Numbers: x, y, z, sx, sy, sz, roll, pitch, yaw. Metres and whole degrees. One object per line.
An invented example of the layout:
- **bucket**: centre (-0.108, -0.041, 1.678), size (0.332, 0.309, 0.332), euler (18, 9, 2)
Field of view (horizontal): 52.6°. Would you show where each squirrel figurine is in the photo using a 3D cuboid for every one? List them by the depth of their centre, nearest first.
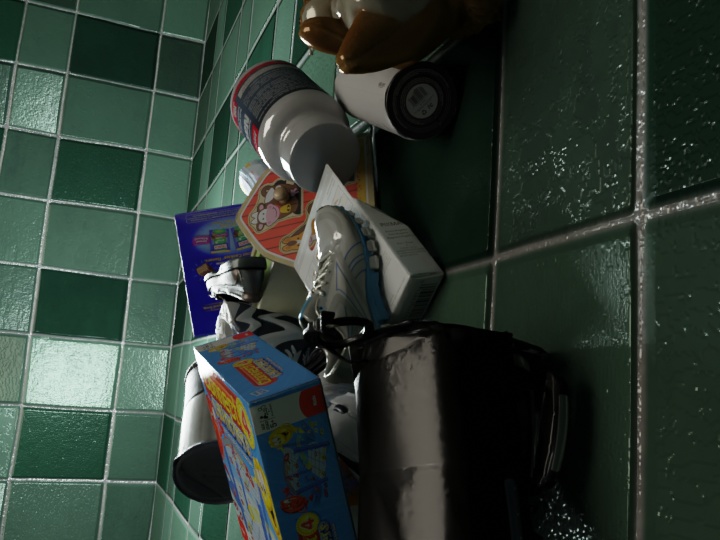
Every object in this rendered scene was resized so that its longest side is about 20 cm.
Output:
- **squirrel figurine**: centre (0.032, -0.257, 0.717), size (0.187, 0.200, 0.142), euler (-170, 69, -73)

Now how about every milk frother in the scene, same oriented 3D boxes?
- **milk frother**: centre (-0.156, 0.183, 1.004), size (0.188, 0.180, 0.200), euler (-104, 24, -58)

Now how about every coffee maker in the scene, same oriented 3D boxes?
- **coffee maker**: centre (0.046, 0.147, 0.506), size (0.135, 0.192, 0.200), euler (130, 143, -62)

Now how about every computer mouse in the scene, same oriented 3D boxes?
- **computer mouse**: centre (-0.008, 0.150, 0.732), size (0.200, 0.110, 0.044), euler (31, 142, 35)

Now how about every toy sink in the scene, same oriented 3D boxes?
- **toy sink**: centre (-0.090, -0.032, 1.049), size (0.130, 0.112, 0.200), euler (-105, 30, -45)

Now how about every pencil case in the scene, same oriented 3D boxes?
- **pencil case**: centre (-0.167, -0.144, 1.327), size (0.200, 0.091, 0.083), euler (-128, 49, -64)

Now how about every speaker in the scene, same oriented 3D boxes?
- **speaker**: centre (0.033, -0.199, 0.824), size (0.200, 0.081, 0.081), euler (-134, 54, -66)

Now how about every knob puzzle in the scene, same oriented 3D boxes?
- **knob puzzle**: centre (-0.078, -0.092, 0.958), size (0.030, 0.219, 0.220), euler (49, -147, -57)

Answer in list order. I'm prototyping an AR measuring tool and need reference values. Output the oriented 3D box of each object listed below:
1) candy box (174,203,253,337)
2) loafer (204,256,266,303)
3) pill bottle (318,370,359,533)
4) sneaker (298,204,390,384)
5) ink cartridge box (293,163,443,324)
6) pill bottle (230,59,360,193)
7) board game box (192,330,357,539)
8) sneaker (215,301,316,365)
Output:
- **candy box**: centre (-0.202, -0.002, 1.189), size (0.077, 0.169, 0.200), euler (128, 132, -82)
- **loafer**: centre (-0.177, 0.028, 1.023), size (0.200, 0.072, 0.063), euler (151, 115, -67)
- **pill bottle**: centre (-0.024, 0.209, 0.786), size (0.200, 0.112, 0.112), euler (-107, 32, -48)
- **sneaker**: centre (-0.026, 0.023, 0.746), size (0.075, 0.087, 0.200), euler (-43, 58, 53)
- **ink cartridge box**: centre (0.000, 0.000, 0.824), size (0.200, 0.057, 0.163), euler (60, 140, 41)
- **pill bottle**: centre (-0.082, -0.181, 0.919), size (0.200, 0.120, 0.120), euler (51, 131, 50)
- **board game box**: centre (-0.072, 0.166, 0.608), size (0.200, 0.056, 0.196), euler (12, 117, 66)
- **sneaker**: centre (-0.098, 0.119, 0.910), size (0.199, 0.129, 0.080), euler (57, 134, 49)
